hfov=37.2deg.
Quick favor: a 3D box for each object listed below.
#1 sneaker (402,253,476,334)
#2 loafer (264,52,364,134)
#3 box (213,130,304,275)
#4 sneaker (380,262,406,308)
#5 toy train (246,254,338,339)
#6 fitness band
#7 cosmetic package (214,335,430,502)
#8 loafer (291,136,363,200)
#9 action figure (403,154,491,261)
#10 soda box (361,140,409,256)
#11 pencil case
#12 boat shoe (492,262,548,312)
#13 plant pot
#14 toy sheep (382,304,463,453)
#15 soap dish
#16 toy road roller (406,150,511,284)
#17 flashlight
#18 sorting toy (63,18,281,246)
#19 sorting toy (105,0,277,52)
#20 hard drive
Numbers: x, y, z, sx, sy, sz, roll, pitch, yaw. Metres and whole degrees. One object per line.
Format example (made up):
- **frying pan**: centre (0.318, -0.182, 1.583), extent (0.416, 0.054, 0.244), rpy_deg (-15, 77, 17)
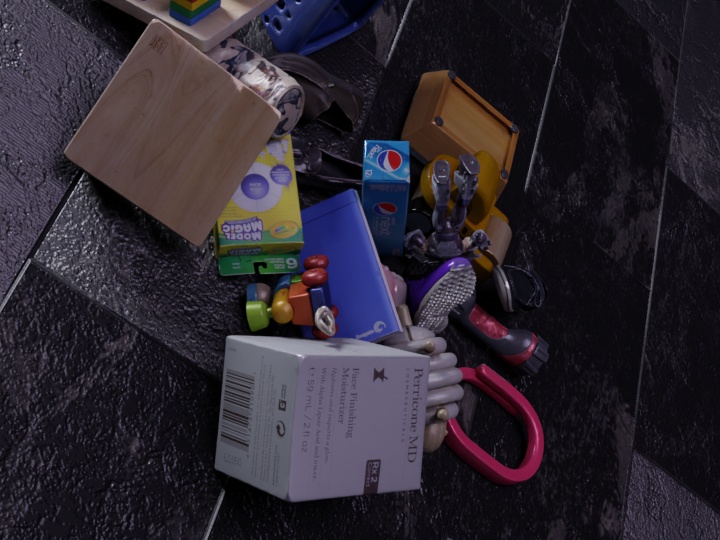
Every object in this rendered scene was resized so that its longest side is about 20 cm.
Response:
- **sneaker**: centre (0.096, 0.015, 1.498), extent (0.069, 0.201, 0.101), rpy_deg (-9, 66, -20)
- **loafer**: centre (-0.072, -0.257, 1.569), extent (0.198, 0.073, 0.072), rpy_deg (15, 57, -34)
- **box**: centre (-0.141, -0.092, 1.419), extent (0.116, 0.048, 0.203), rpy_deg (-3, 69, -14)
- **sneaker**: centre (0.000, 0.000, 1.501), extent (0.104, 0.075, 0.203), rpy_deg (-12, 79, -45)
- **toy train**: centre (-0.089, 0.049, 1.315), extent (0.200, 0.114, 0.086), rpy_deg (-92, 172, -75)
- **fitness band**: centre (0.188, 0.226, 1.571), extent (0.199, 0.037, 0.145), rpy_deg (39, 51, -17)
- **cosmetic package**: centre (-0.045, 0.170, 1.277), extent (0.198, 0.164, 0.167), rpy_deg (3, 92, -38)
- **loafer**: centre (-0.058, -0.153, 1.536), extent (0.198, 0.063, 0.073), rpy_deg (19, 57, -32)
- **action figure**: centre (0.126, -0.067, 1.550), extent (0.128, 0.202, 0.070), rpy_deg (-7, 40, -12)
- **soda box**: centre (0.033, -0.096, 1.489), extent (0.063, 0.201, 0.069), rpy_deg (2, 62, -1)
- **pencil case**: centre (-0.162, -0.259, 1.439), extent (0.199, 0.078, 0.089), rpy_deg (38, 39, 21)
- **boat shoe**: centre (0.247, 0.026, 1.642), extent (0.200, 0.062, 0.076), rpy_deg (21, 52, -68)
- **plant pot**: centre (-0.059, -0.462, 1.606), extent (0.181, 0.200, 0.199), rpy_deg (53, 46, 3)
- **toy sheep**: centre (0.077, 0.146, 1.448), extent (0.137, 0.137, 0.203), rpy_deg (-2, 83, -40)
- **soap dish**: centre (0.168, -0.219, 1.748), extent (0.199, 0.081, 0.159), rpy_deg (35, 50, -20)
- **toy road roller**: centre (0.171, -0.092, 1.639), extent (0.200, 0.146, 0.124), rpy_deg (40, 48, -17)
- **flashlight**: centre (0.200, 0.082, 1.626), extent (0.200, 0.068, 0.068), rpy_deg (40, 69, -22)
- **sorting toy**: centre (-0.235, -0.169, 1.340), extent (0.198, 0.069, 0.201), rpy_deg (35, 81, -19)
- **sorting toy**: centre (-0.232, -0.405, 1.444), extent (0.198, 0.070, 0.199), rpy_deg (29, 45, 13)
- **hard drive**: centre (-0.035, 0.010, 1.430), extent (0.025, 0.131, 0.202), rpy_deg (19, 50, -69)
